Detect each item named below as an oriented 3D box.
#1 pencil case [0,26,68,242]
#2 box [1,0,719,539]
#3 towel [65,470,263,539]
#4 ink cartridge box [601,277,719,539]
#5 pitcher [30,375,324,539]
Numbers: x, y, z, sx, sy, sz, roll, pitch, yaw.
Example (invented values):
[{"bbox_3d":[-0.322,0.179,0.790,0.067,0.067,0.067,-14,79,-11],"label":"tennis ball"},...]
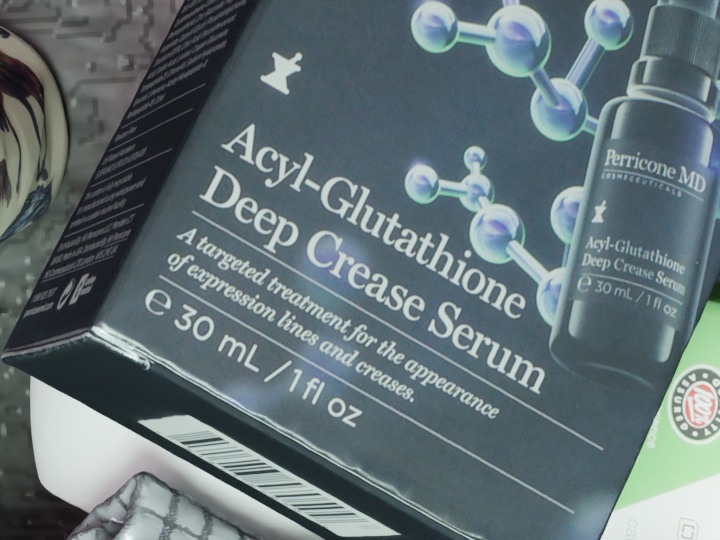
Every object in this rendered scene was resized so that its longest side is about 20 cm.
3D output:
[{"bbox_3d":[-0.155,-0.033,0.890,0.078,0.200,0.090,-31,93,16],"label":"pencil case"},{"bbox_3d":[0.019,-0.030,0.792,0.148,0.107,0.200,30,75,-15],"label":"box"},{"bbox_3d":[-0.062,0.171,0.866,0.165,0.086,0.200,29,121,-29],"label":"towel"},{"bbox_3d":[0.169,0.086,0.853,0.199,0.084,0.147,10,97,16],"label":"ink cartridge box"},{"bbox_3d":[0.000,0.000,0.890,0.171,0.121,0.200,24,88,4],"label":"pitcher"}]
